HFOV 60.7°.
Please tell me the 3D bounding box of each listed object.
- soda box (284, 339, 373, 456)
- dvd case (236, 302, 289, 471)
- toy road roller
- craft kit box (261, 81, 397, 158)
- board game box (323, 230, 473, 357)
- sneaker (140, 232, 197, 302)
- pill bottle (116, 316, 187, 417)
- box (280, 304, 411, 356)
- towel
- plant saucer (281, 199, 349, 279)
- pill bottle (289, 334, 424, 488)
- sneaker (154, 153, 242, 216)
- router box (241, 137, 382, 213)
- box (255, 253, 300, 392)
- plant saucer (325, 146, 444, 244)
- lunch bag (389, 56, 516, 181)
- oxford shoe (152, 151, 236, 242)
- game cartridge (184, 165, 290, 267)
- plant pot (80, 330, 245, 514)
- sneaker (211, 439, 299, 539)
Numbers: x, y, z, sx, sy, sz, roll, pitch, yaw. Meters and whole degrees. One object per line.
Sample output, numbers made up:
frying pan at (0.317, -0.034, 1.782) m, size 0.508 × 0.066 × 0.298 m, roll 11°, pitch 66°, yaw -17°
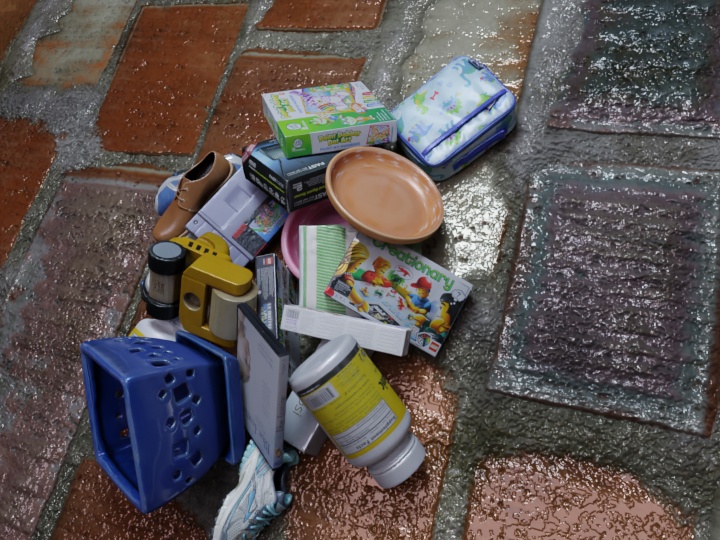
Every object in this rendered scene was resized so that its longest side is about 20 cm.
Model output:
soda box at (-0.054, 0.180, 0.959) m, size 0.068 × 0.064 × 0.201 m, roll 25°, pitch 77°, yaw 23°
dvd case at (-0.146, 0.166, 0.886) m, size 0.017 × 0.202 × 0.142 m, roll -11°, pitch 32°, yaw -32°
toy road roller at (-0.241, 0.015, 0.995) m, size 0.198 × 0.124 × 0.146 m, roll 22°, pitch 33°, yaw 11°
craft kit box at (-0.060, -0.271, 1.087) m, size 0.196 × 0.049 × 0.200 m, roll -14°, pitch 39°, yaw -13°
board game box at (0.058, 0.030, 0.955) m, size 0.199 × 0.035 × 0.127 m, roll 29°, pitch 84°, yaw 1°
sneaker at (-0.322, -0.016, 1.124) m, size 0.200 × 0.112 × 0.073 m, roll -42°, pitch 103°, yaw -33°
pill bottle at (-0.352, 0.153, 1.037) m, size 0.111 × 0.111 × 0.201 m, roll 30°, pitch 78°, yaw 26°
box at (-0.024, 0.088, 0.926) m, size 0.198 × 0.039 × 0.042 m, roll 9°, pitch 90°, yaw 18°
towel at (0.000, 0.000, 0.986) m, size 0.198 × 0.023 × 0.154 m, roll 0°, pitch 85°, yaw -1°
plant saucer at (-0.037, -0.056, 1.063) m, size 0.198 × 0.051 × 0.202 m, roll -6°, pitch 65°, yaw 14°
pill bottle at (0.000, 0.200, 0.861) m, size 0.111 × 0.111 × 0.201 m, roll -36°, pitch 96°, yaw -1°
sneaker at (-0.304, -0.151, 1.172) m, size 0.199 × 0.076 × 0.078 m, roll -26°, pitch 58°, yaw 7°
router box at (-0.083, -0.185, 1.059) m, size 0.199 × 0.063 × 0.150 m, roll -25°, pitch 44°, yaw -29°
box at (-0.132, 0.086, 0.997) m, size 0.034 × 0.110 × 0.202 m, roll -10°, pitch 64°, yaw 10°
plant saucer at (0.036, -0.115, 0.971) m, size 0.198 × 0.038 × 0.201 m, roll 13°, pitch 47°, yaw -14°
lunch bag at (0.163, -0.264, 1.074) m, size 0.199 × 0.083 × 0.161 m, roll -36°, pitch 65°, yaw 1°
oxford shoe at (-0.311, -0.132, 1.098) m, size 0.071 × 0.071 × 0.201 m, roll 34°, pitch 84°, yaw 28°
game cartridge at (-0.198, -0.106, 1.100) m, size 0.129 × 0.038 × 0.200 m, roll 40°, pitch 74°, yaw -1°
plant pot at (-0.285, 0.200, 0.912) m, size 0.199 × 0.179 × 0.202 m, roll 13°, pitch 109°, yaw 49°
sneaker at (-0.153, 0.347, 0.912) m, size 0.086 × 0.078 × 0.202 m, roll 13°, pitch 72°, yaw 18°
